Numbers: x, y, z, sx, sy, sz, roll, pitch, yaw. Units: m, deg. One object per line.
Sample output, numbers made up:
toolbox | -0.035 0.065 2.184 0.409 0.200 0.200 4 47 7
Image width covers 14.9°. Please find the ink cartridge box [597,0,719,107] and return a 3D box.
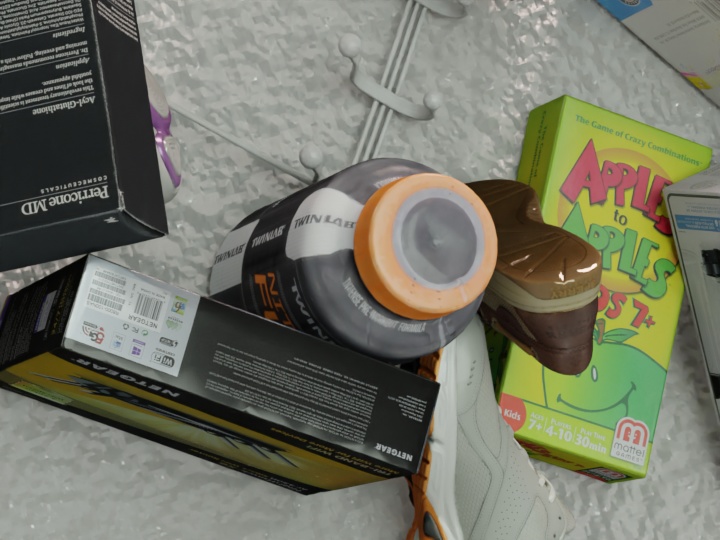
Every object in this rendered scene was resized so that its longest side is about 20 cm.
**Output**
ink cartridge box | 0.255 -0.169 1.622 0.200 0.128 0.125 39 69 -14

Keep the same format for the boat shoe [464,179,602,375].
boat shoe | 0.080 0.005 1.498 0.072 0.200 0.072 -16 111 -16

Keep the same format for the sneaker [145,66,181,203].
sneaker | -0.172 -0.099 1.448 0.100 0.075 0.200 -43 75 5

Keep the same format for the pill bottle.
pill bottle | 0.000 0.000 1.448 0.106 0.200 0.107 4 80 -22

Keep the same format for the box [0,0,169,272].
box | -0.206 -0.069 1.342 0.199 0.079 0.142 -11 76 12

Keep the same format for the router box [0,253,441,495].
router box | -0.081 0.058 1.429 0.199 0.157 0.052 21 75 -18

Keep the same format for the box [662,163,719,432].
box | 0.255 0.030 1.595 0.116 0.060 0.201 -25 106 -31

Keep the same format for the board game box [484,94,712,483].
board game box | 0.131 0.011 1.585 0.101 0.048 0.201 18 75 -19

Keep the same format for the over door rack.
over door rack | -0.040 -0.130 1.526 0.199 0.067 0.148 24 72 -18

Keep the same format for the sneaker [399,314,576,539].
sneaker | 0.071 0.114 1.508 0.092 0.076 0.201 -5 106 -12
